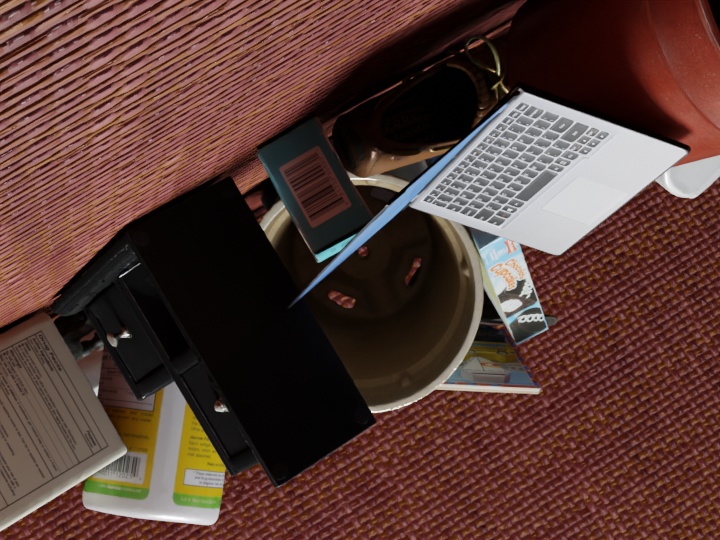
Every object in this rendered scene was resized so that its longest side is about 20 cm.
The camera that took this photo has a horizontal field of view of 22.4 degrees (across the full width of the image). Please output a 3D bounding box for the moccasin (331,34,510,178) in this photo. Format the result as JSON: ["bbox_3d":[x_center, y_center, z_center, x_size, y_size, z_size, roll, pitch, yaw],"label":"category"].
[{"bbox_3d":[0.071,-0.129,1.341,0.201,0.074,0.078,-19,180,-35],"label":"moccasin"}]

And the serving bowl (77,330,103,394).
[{"bbox_3d":[-0.296,0.108,1.698,0.200,0.066,0.200,-32,178,-1],"label":"serving bowl"}]

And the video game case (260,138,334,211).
[{"bbox_3d":[0.010,-0.114,1.510,0.199,0.019,0.143,-31,179,-10],"label":"video game case"}]

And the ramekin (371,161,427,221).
[{"bbox_3d":[0.081,-0.101,1.712,0.200,0.105,0.200,-32,178,-1],"label":"ramekin"}]

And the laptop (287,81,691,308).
[{"bbox_3d":[0.082,-0.028,1.208,0.187,0.199,0.116,137,-32,-60],"label":"laptop"}]

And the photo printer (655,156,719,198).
[{"bbox_3d":[0.242,-0.167,1.412,0.166,0.069,0.200,-47,-138,4],"label":"photo printer"}]

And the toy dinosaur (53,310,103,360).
[{"bbox_3d":[-0.235,0.052,1.507,0.088,0.048,0.200,-21,168,-44],"label":"toy dinosaur"}]

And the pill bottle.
[{"bbox_3d":[-0.155,0.098,1.460,0.110,0.201,0.111,8,174,1],"label":"pill bottle"}]

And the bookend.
[{"bbox_3d":[-0.112,0.063,1.310,0.092,0.199,0.200,-31,180,-29],"label":"bookend"}]

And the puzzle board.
[{"bbox_3d":[0.050,0.073,1.643,0.199,0.017,0.151,3,-163,-10],"label":"puzzle board"}]

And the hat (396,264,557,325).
[{"bbox_3d":[0.097,0.009,1.738,0.199,0.081,0.201,6,178,0],"label":"hat"}]

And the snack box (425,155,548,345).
[{"bbox_3d":[0.108,-0.027,1.563,0.037,0.116,0.200,-28,152,0],"label":"snack box"}]

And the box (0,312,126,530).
[{"bbox_3d":[-0.296,0.136,1.348,0.109,0.128,0.200,-31,179,38],"label":"box"}]

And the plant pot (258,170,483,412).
[{"bbox_3d":[0.000,0.000,1.553,0.200,0.201,0.184,-31,-170,7],"label":"plant pot"}]

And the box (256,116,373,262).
[{"bbox_3d":[-0.031,-0.055,1.316,0.049,0.083,0.200,-30,178,-1],"label":"box"}]

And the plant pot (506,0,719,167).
[{"bbox_3d":[0.216,-0.155,1.236,0.195,0.201,0.200,-21,-174,47],"label":"plant pot"}]
